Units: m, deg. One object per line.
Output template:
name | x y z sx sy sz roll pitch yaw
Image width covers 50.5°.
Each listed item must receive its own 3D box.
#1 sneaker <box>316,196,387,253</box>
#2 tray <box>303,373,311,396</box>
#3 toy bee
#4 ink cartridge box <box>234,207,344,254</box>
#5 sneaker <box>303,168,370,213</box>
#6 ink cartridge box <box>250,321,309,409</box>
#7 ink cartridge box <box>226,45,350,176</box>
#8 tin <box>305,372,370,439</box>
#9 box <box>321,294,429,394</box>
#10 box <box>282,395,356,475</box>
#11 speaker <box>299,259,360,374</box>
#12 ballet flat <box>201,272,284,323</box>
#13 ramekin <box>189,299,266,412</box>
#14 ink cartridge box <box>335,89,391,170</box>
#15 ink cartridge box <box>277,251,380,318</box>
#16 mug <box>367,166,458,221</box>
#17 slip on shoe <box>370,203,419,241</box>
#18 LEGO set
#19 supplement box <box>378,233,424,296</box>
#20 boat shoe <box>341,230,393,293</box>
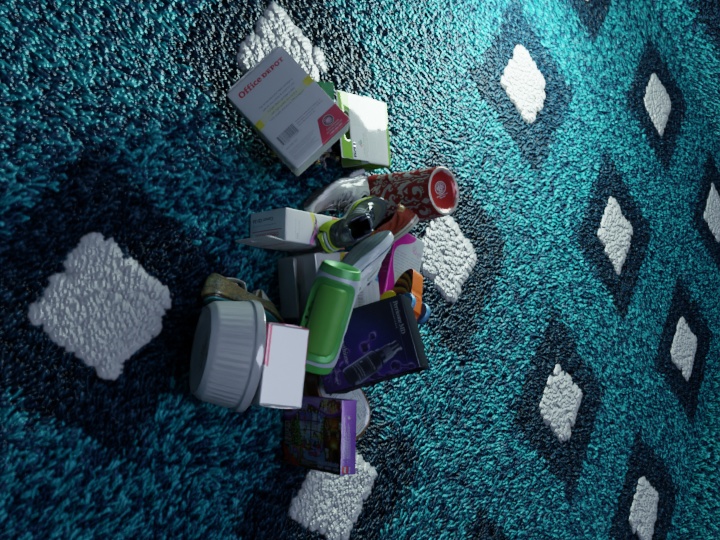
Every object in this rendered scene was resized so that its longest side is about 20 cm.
sneaker | 0.002 -0.093 1.532 0.200 0.081 0.074 -41 117 -44
tray | -0.053 0.221 1.642 0.199 0.037 0.099 -18 99 -43
toy bee | 0.085 0.094 1.621 0.131 0.108 0.200 48 31 -19
ink cartridge box | -0.140 -0.079 1.525 0.199 0.116 0.068 8 80 -45
sneaker | -0.040 -0.157 1.655 0.200 0.075 0.082 -33 100 -42
ink cartridge box | -0.169 0.177 1.404 0.084 0.200 0.147 10 79 -23
ink cartridge box | -0.139 -0.308 1.481 0.145 0.083 0.200 -43 90 -4
tin | -0.043 0.266 1.598 0.112 0.042 0.201 -45 117 -42
box | 0.018 0.147 1.498 0.104 0.199 0.149 30 43 -73
box | -0.082 0.316 1.487 0.039 0.199 0.138 6 81 -38
speaker | -0.062 0.086 1.414 0.088 0.088 0.201 8 103 -44
ballet flat | -0.219 0.058 1.474 0.199 0.070 0.071 29 67 -40
ramekin | -0.240 0.146 1.355 0.094 0.202 0.204 11 78 -22
ink cartridge box | -0.018 -0.303 1.669 0.200 0.075 0.149 -3 88 -57
ink cartridge box | -0.074 0.030 1.574 0.199 0.125 0.130 -2 87 -44
mug | 0.121 -0.183 1.737 0.133 0.199 0.178 46 57 -31
slip on shoe | 0.037 -0.076 1.662 0.061 0.200 0.074 47 29 -11
LEGO set | -0.125 -0.309 1.594 0.153 0.116 0.202 -8 88 -15
supplement box | 0.064 0.015 1.730 0.101 0.103 0.201 26 70 -39
boat shoe | 0.000 0.000 1.521 0.200 0.073 0.067 -41 117 -25
